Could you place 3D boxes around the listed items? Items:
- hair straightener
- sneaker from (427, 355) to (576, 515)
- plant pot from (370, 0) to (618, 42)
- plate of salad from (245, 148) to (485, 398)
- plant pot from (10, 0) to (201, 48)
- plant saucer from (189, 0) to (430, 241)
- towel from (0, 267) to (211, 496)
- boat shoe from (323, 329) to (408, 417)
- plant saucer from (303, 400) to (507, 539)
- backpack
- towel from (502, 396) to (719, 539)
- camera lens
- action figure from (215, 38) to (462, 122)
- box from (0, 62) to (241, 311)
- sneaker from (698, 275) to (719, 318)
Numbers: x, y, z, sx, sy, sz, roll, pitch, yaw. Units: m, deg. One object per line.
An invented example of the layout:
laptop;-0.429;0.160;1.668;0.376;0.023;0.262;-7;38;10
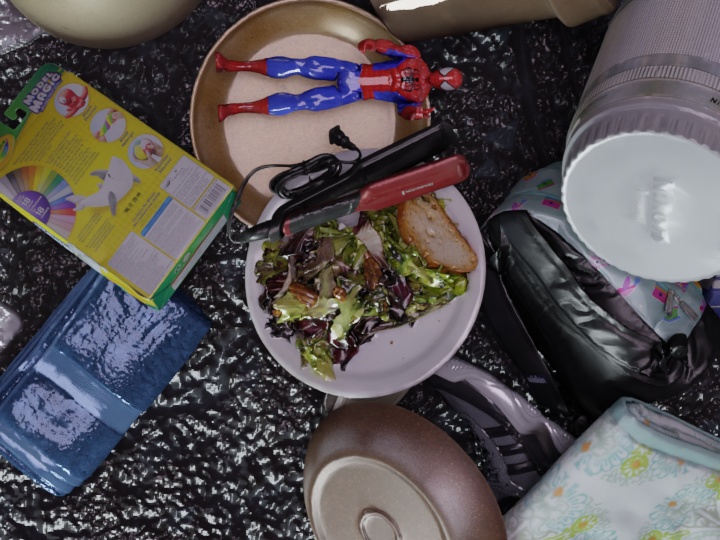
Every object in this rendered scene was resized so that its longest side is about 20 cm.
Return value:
hair straightener;-0.017;-0.073;1.201;0.199;0.041;0.077;-23;58;7
sneaker;0.114;0.161;1.262;0.200;0.075;0.114;38;89;-6
plant pot;0.089;-0.267;1.197;0.173;0.200;0.202;-20;94;18
plate of salad;0.000;0.000;1.206;0.198;0.048;0.202;-2;83;13
plant pot;-0.210;-0.282;1.196;0.198;0.134;0.202;0;93;-2
plant saucer;-0.042;-0.124;1.260;0.198;0.035;0.202;0;94;-3
towel;-0.223;0.083;1.259;0.111;0.049;0.200;40;91;-5
boat shoe;0.027;0.040;1.260;0.059;0.072;0.201;35;97;40
plant saucer;0.024;0.203;1.218;0.199;0.037;0.202;18;122;32
backpack;0.182;0.014;1.222;0.200;0.167;0.127;49;49;-2
towel;0.220;0.194;1.221;0.199;0.048;0.171;25;113;-35
camera lens;0.243;-0.112;1.135;0.159;0.160;0.201;29;50;-4
action figure;-0.014;-0.148;1.197;0.198;0.099;0.066;-3;95;-5
box;-0.209;-0.071;1.224;0.199;0.048;0.118;35;80;11
sneaker;0.373;0.061;1.265;0.198;0.081;0.116;7;91;-4
